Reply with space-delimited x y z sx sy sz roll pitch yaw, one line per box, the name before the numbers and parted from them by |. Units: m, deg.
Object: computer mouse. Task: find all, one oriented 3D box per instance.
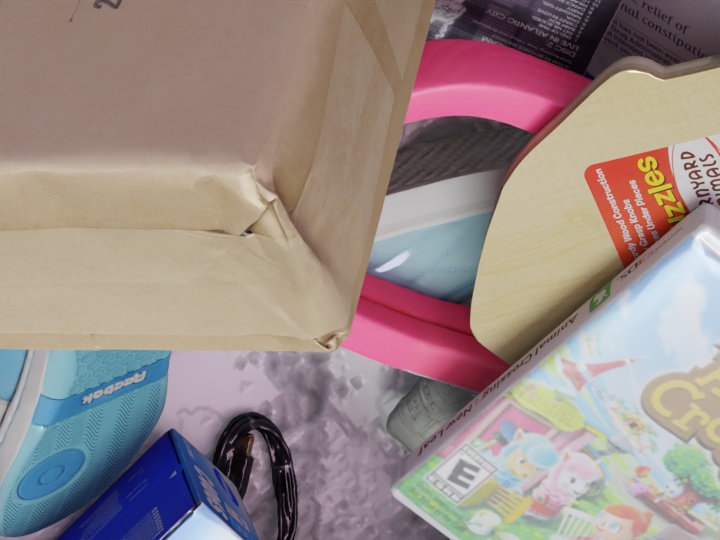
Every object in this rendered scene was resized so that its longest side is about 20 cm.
computer mouse | -0.072 0.158 1.283 0.059 0.034 0.200 19 88 -19

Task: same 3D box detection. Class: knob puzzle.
knob puzzle | 0.137 -0.006 1.158 0.220 0.030 0.220 6 128 7

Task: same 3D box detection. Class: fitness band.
fitness band | 0.051 -0.020 1.185 0.200 0.037 0.144 19 123 -32

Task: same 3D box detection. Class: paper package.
paper package | -0.083 -0.075 1.069 0.191 0.200 0.103 0 141 20

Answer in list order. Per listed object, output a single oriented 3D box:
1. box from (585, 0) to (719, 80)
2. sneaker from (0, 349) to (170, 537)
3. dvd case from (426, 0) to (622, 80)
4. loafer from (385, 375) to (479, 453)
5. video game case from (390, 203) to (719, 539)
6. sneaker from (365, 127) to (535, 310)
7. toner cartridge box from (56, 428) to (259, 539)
box | 0.172 -0.165 1.179 0.184 0.105 0.200 -42 151 -21
sneaker | -0.138 0.006 1.211 0.080 0.131 0.200 -18 144 -39
dvd case | 0.034 -0.137 1.122 0.149 0.200 0.016 23 56 0
loafer | 0.095 0.105 1.308 0.070 0.070 0.200 -37 113 25
video game case | 0.145 0.090 1.186 0.200 0.022 0.182 38 119 -17
sneaker | 0.000 0.000 1.249 0.200 0.074 0.082 -12 109 -10
toner cartridge box | -0.128 0.161 1.215 0.200 0.095 0.043 -44 110 4
